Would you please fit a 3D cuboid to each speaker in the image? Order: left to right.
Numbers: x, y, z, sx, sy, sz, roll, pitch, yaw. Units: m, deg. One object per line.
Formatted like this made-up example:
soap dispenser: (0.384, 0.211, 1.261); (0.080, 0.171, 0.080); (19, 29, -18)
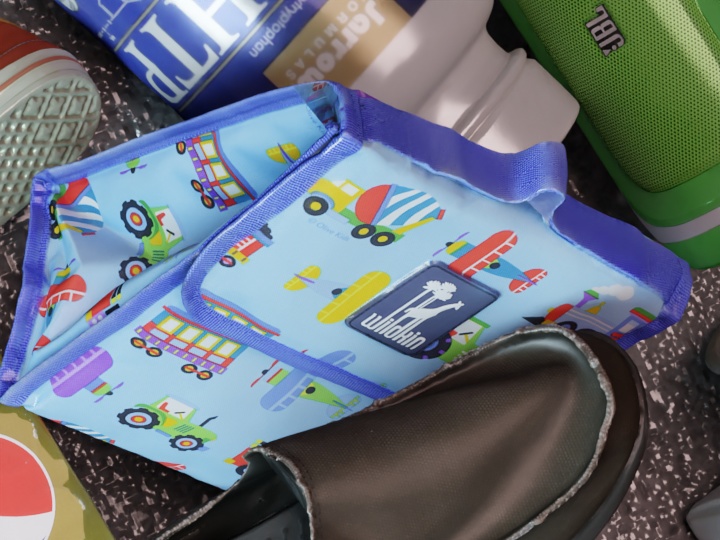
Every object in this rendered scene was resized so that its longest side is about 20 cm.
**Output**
speaker: (0.102, -0.102, 0.895); (0.088, 0.088, 0.201); (-37, 99, -22)

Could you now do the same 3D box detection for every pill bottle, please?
pill bottle: (-0.021, -0.096, 0.869); (0.200, 0.120, 0.120); (42, 69, -6)

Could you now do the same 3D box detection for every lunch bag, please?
lunch bag: (0.000, 0.000, 0.787); (0.150, 0.200, 0.095); (26, 54, -32)

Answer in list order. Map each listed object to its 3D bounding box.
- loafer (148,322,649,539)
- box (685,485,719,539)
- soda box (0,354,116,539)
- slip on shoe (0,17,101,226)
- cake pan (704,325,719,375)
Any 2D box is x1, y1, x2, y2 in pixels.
loafer: (0.000, 0.079, 0.727); (0.199, 0.071, 0.073); (-34, 58, -3)
box: (0.265, 0.082, 0.887); (0.198, 0.200, 0.131); (-33, 91, -21)
soda box: (-0.117, 0.113, 0.824); (0.068, 0.064, 0.201); (-32, 91, -20)
slip on shoe: (-0.184, -0.021, 0.835); (0.200, 0.074, 0.061); (-39, 58, -16)
cake pan: (0.225, 0.000, 0.892); (0.200, 0.200, 0.037); (-33, 97, -22)
